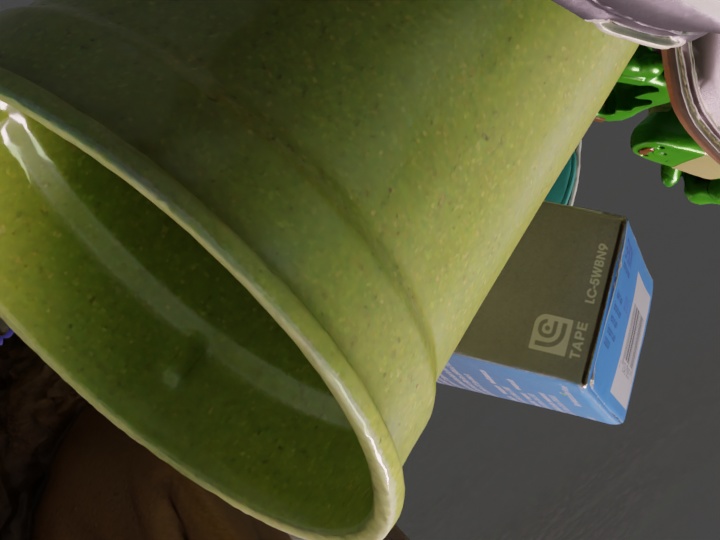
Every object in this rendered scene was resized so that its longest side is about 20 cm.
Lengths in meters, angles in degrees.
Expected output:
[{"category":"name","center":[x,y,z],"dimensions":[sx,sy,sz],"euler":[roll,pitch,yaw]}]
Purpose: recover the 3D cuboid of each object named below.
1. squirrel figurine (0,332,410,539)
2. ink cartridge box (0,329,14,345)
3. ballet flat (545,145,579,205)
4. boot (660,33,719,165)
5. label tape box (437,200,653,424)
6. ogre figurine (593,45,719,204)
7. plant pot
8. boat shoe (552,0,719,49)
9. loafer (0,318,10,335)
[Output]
[{"category":"squirrel figurine","center":[-0.106,0.123,0.923],"dimensions":[0.187,0.200,0.141],"euler":[-48,163,15]},{"category":"ink cartridge box","center":[-0.119,-0.001,1.017],"dimensions":[0.197,0.047,0.200],"euler":[-39,175,2]},{"category":"ballet flat","center":[0.065,-0.067,1.140],"dimensions":[0.069,0.069,0.201],"euler":[125,-16,-64]},{"category":"boot","center":[0.148,-0.087,0.816],"dimensions":[0.097,0.200,0.075],"euler":[5,-123,37]},{"category":"label tape box","center":[0.000,0.000,0.918],"dimensions":[0.144,0.199,0.064],"euler":[42,61,-77]},{"category":"ogre figurine","center":[0.117,-0.106,0.929],"dimensions":[0.098,0.120,0.200],"euler":[-6,161,42]},{"category":"plant pot","center":[-0.015,-0.051,0.773],"dimensions":[0.184,0.200,0.200],"euler":[-49,177,-22]},{"category":"boat shoe","center":[0.039,-0.117,0.689],"dimensions":[0.060,0.199,0.074],"euler":[-20,-125,55]},{"category":"loafer","center":[-0.169,0.035,0.870],"dimensions":[0.200,0.063,0.072],"euler":[-34,162,-27]}]
